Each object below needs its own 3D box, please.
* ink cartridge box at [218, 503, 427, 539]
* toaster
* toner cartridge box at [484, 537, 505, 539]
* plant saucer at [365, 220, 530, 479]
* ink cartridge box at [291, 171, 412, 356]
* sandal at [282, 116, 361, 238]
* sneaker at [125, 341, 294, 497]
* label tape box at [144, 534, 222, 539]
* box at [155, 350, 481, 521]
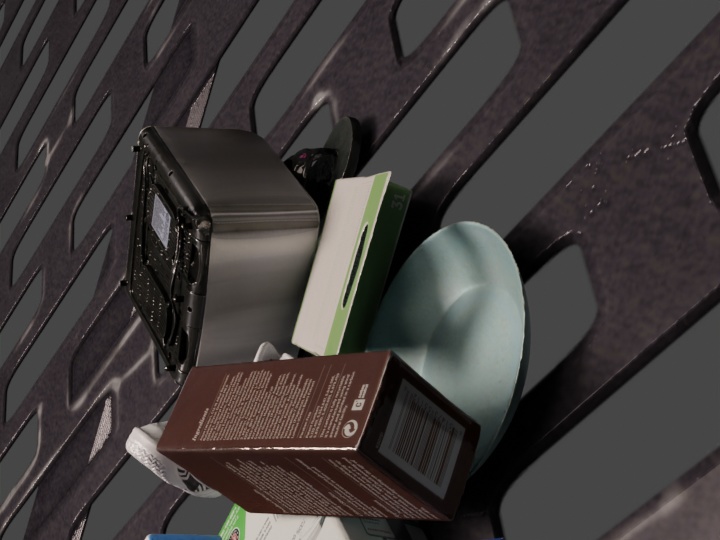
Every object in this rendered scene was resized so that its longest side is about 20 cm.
[{"bbox_3d":[-0.025,0.220,1.002,0.147,0.083,0.200,-61,30,21],"label":"ink cartridge box"},{"bbox_3d":[-0.126,-0.012,1.212,0.200,0.118,0.181,-129,42,-50],"label":"toaster"},{"bbox_3d":[0.004,0.227,0.858,0.200,0.043,0.095,-12,91,27],"label":"toner cartridge box"},{"bbox_3d":[0.066,0.066,0.967,0.201,0.039,0.201,-36,47,49],"label":"plant saucer"},{"bbox_3d":[0.000,0.000,1.063,0.200,0.048,0.146,-171,97,-76],"label":"ink cartridge box"},{"bbox_3d":[-0.060,-0.058,1.251,0.201,0.048,0.075,-54,33,34],"label":"sandal"},{"bbox_3d":[-0.096,0.114,1.089,0.075,0.200,0.115,29,95,34],"label":"sneaker"},{"bbox_3d":[-0.158,0.311,1.079,0.200,0.066,0.144,-53,39,47],"label":"label tape box"},{"bbox_3d":[-0.030,0.111,0.914,0.200,0.100,0.075,-9,51,43],"label":"box"}]
